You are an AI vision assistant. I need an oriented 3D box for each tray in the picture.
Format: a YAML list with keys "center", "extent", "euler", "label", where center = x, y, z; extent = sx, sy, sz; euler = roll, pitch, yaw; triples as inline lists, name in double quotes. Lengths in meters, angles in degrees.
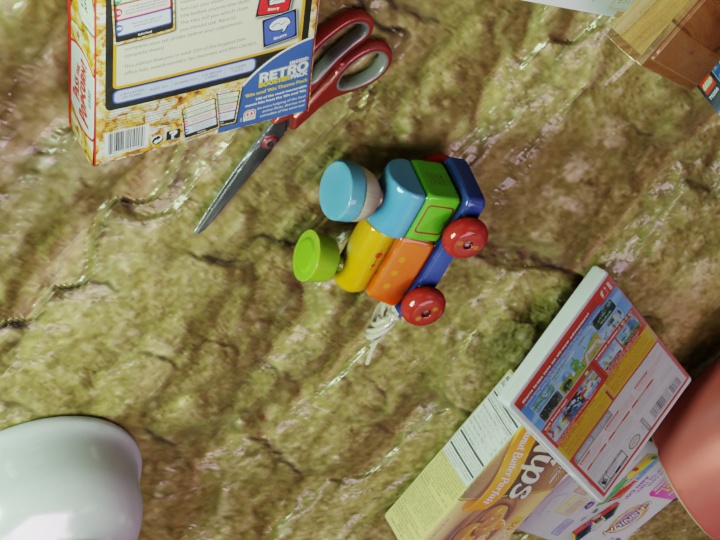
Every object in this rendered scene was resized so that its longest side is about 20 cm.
- center: [0.234, -0.178, 1.356]
  extent: [0.099, 0.037, 0.200]
  euler: [-49, 167, 13]
  label: "tray"

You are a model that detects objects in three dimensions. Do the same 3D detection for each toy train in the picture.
- center: [0.000, 0.000, 1.442]
  extent: [0.115, 0.085, 0.200]
  euler: [7, 131, -29]
  label: "toy train"

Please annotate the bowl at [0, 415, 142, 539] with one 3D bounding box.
- center: [-0.246, 0.209, 1.499]
  extent: [0.200, 0.091, 0.202]
  euler: [-21, 144, -16]
  label: "bowl"

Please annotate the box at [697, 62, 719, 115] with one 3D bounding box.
- center: [0.374, -0.175, 1.541]
  extent: [0.199, 0.040, 0.137]
  euler: [3, 134, -40]
  label: "box"

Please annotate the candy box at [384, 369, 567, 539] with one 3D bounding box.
- center: [0.126, 0.179, 1.781]
  extent: [0.115, 0.055, 0.200]
  euler: [8, 128, -45]
  label: "candy box"

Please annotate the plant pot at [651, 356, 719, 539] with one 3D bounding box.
- center: [0.385, 0.155, 1.851]
  extent: [0.177, 0.201, 0.200]
  euler: [-33, 148, 23]
  label: "plant pot"

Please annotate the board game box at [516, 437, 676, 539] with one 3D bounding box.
- center: [0.235, 0.206, 1.915]
  extent: [0.153, 0.040, 0.200]
  euler: [-43, 145, 16]
  label: "board game box"

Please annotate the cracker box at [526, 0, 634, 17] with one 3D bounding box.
- center: [0.146, -0.238, 1.266]
  extent: [0.199, 0.058, 0.134]
  euler: [3, 135, -42]
  label: "cracker box"

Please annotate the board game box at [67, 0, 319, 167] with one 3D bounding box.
- center: [-0.099, -0.163, 1.180]
  extent: [0.151, 0.046, 0.200]
  euler: [-16, 143, -21]
  label: "board game box"

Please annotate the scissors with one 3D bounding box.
- center: [-0.060, -0.100, 1.324]
  extent: [0.200, 0.014, 0.073]
  euler: [-40, 148, 14]
  label: "scissors"

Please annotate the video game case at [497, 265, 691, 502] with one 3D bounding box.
- center: [0.208, 0.103, 1.712]
  extent: [0.143, 0.017, 0.200]
  euler: [-53, 137, -8]
  label: "video game case"
